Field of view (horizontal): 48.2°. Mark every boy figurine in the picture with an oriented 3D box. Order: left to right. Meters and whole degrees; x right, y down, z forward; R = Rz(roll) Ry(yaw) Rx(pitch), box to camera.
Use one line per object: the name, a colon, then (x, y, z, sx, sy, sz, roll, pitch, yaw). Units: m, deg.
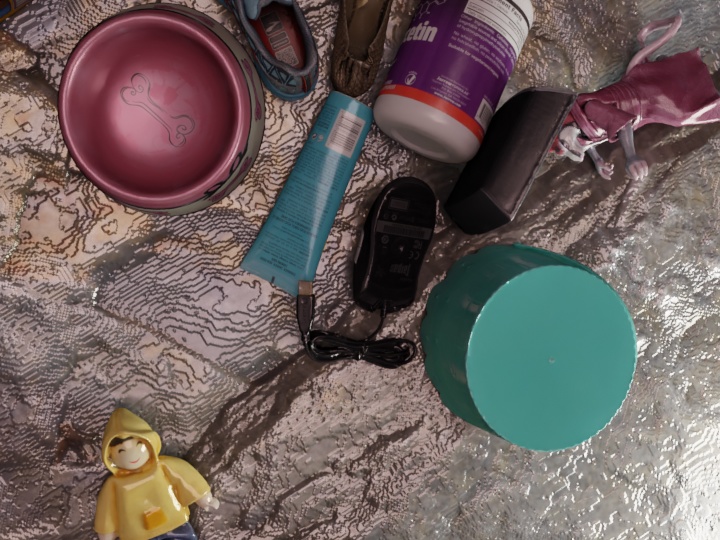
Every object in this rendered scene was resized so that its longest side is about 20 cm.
boy figurine: (-0.204, 0.232, 0.796, 0.122, 0.064, 0.203, -11, 100, -7)

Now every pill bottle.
pill bottle: (0.097, -0.215, 0.786, 0.111, 0.112, 0.202, 25, 85, -12)

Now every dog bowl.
dog bowl: (-0.187, -0.148, 0.747, 0.197, 0.074, 0.204, -1, 100, -4)

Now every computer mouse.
computer mouse: (0.000, 0.000, 0.821, 0.138, 0.046, 0.203, 2, 104, -24)

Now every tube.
tube: (-0.048, -0.077, 0.807, 0.077, 0.050, 0.202, 25, 92, 13)

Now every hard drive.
hard drive: (0.132, -0.102, 0.764, 0.042, 0.200, 0.136, 28, 88, -3)

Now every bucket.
bucket: (0.169, 0.078, 0.818, 0.204, 0.135, 0.211, -1, 95, -11)

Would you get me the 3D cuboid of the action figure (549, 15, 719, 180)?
action figure: (0.267, -0.170, 0.817, 0.197, 0.134, 0.151, -17, 97, -12)

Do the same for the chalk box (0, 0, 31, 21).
chalk box: (-0.348, -0.287, 0.691, 0.199, 0.124, 0.126, -36, 100, -7)

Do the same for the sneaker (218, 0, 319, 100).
sneaker: (-0.092, -0.262, 0.756, 0.079, 0.095, 0.201, -34, 100, -7)

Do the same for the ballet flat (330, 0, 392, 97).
ballet flat: (0.005, -0.273, 0.796, 0.066, 0.046, 0.203, 10, 88, -10)
